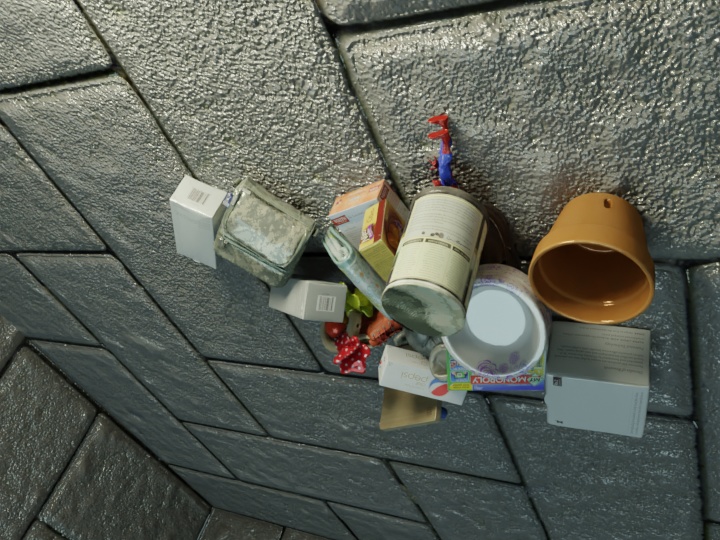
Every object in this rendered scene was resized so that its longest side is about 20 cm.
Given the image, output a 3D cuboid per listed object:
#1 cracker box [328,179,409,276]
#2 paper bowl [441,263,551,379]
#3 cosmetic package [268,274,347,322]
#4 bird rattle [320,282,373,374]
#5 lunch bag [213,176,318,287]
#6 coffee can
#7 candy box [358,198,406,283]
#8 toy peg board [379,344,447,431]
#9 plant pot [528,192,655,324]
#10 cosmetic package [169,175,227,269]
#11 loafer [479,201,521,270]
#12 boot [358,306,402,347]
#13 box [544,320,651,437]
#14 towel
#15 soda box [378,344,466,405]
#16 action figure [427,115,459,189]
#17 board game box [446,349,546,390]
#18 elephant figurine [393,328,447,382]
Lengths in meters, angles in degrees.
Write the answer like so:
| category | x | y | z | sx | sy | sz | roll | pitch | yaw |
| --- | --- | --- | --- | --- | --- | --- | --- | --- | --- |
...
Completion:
| category | x | y | z | sx | sy | sz | roll | pitch | yaw |
| --- | --- | --- | --- | --- | --- | --- | --- | --- | --- |
| cracker box | 0.047 | -0.076 | 1.359 | 0.132 | 0.059 | 0.200 | -13 | 130 | 40 |
| paper bowl | 0.248 | 0.085 | 1.244 | 0.195 | 0.104 | 0.207 | 10 | 117 | 21 |
| cosmetic package | -0.121 | 0.058 | 1.528 | 0.104 | 0.093 | 0.198 | 6 | -175 | -32 |
| bird rattle | -0.032 | 0.131 | 1.561 | 0.110 | 0.207 | 0.161 | 8 | 174 | -38 |
| lunch bag | -0.199 | -0.088 | 1.438 | 0.197 | 0.141 | 0.169 | 31 | 135 | -6 |
| coffee can | 0.128 | -0.016 | 1.149 | 0.142 | 0.204 | 0.148 | 15 | 148 | 10 |
| candy box | 0.080 | -0.019 | 1.266 | 0.055 | 0.119 | 0.201 | -24 | 125 | 27 |
| toy peg board | 0.155 | 0.287 | 1.654 | 0.096 | 0.205 | 0.198 | 25 | 150 | -31 |
| plant pot | 0.388 | -0.029 | 1.129 | 0.195 | 0.142 | 0.203 | 17 | 144 | 12 |
| cosmetic package | -0.364 | -0.106 | 1.564 | 0.110 | 0.082 | 0.202 | 22 | 146 | 4 |
| loafer | 0.243 | -0.043 | 1.263 | 0.072 | 0.072 | 0.201 | -9 | 133 | 39 |
| boot | 0.065 | 0.129 | 1.571 | 0.196 | 0.109 | 0.075 | -12 | 134 | 39 |
| box | 0.481 | 0.222 | 1.394 | 0.194 | 0.133 | 0.202 | 5 | 141 | 21 |
| towel | 0.000 | 0.000 | 1.404 | 0.171 | 0.048 | 0.200 | 46 | -175 | -25 |
| soda box | 0.140 | 0.229 | 1.501 | 0.194 | 0.064 | 0.070 | 15 | 115 | -8 |
| action figure | 0.145 | -0.165 | 1.177 | 0.050 | 0.067 | 0.203 | -11 | 134 | 11 |
| board game box | 0.268 | 0.179 | 1.360 | 0.193 | 0.029 | 0.138 | -2 | 122 | 8 |
| elephant figurine | 0.195 | 0.165 | 1.449 | 0.201 | 0.140 | 0.156 | 50 | 160 | 7 |
